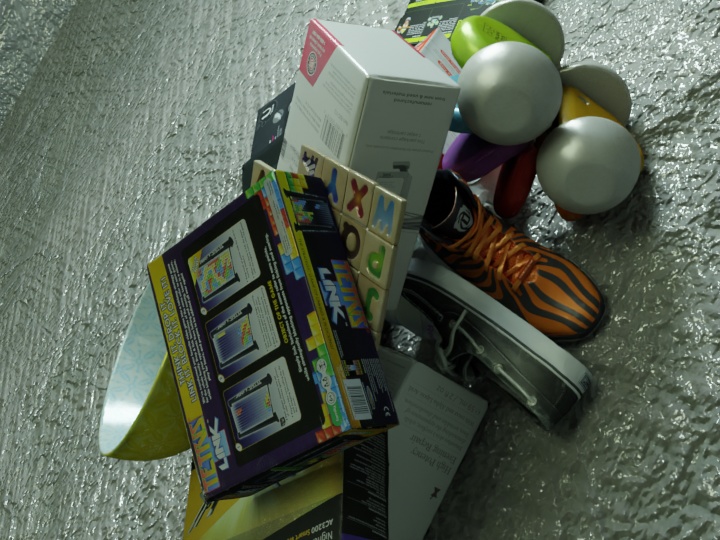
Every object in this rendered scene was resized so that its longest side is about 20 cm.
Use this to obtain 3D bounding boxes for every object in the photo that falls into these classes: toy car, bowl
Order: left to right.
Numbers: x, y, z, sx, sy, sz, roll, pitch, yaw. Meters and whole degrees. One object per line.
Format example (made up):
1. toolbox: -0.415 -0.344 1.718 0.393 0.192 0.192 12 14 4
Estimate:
1. bowl: -0.153 0.090 0.936 0.200 0.107 0.201 -50 27 37
2. toy car: 0.137 -0.122 0.869 0.150 0.200 0.175 -43 17 31

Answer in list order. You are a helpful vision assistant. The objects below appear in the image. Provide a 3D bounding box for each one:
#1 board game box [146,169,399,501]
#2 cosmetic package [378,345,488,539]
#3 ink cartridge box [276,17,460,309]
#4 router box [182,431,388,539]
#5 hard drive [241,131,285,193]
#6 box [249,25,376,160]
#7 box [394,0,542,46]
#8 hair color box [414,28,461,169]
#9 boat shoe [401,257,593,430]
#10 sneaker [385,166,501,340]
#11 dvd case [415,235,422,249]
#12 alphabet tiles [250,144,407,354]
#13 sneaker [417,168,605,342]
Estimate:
1. board game box: -0.073 0.052 0.767 0.165 0.057 0.201 -31 67 37
2. cosmetic package: 0.015 0.174 0.861 0.074 0.102 0.201 15 77 56
3. ink cartridge box: -0.007 -0.087 0.841 0.147 0.082 0.201 -125 44 -53
4. router box: -0.064 0.186 0.816 0.200 0.052 0.158 -33 41 33
5. hard drive: -0.078 -0.067 1.046 0.200 0.033 0.140 161 109 -64
6. box: -0.017 -0.164 1.168 0.200 0.122 0.106 -28 43 36
7. box: 0.140 -0.334 1.177 0.200 0.047 0.194 10 73 54
8. hair color box: 0.066 -0.158 1.007 0.061 0.102 0.200 -35 12 32
9. boat shoe: 0.093 0.061 0.838 0.199 0.074 0.068 36 79 29
10. sneaker: 0.105 -0.021 0.954 0.099 0.075 0.200 30 89 40
11. dvd case: -0.003 -0.044 1.082 0.200 0.022 0.146 -31 51 19
12. alphabet tiles: -0.040 -0.009 0.798 0.200 0.008 0.168 34 121 47
13. sneaker: 0.105 -0.014 0.841 0.200 0.112 0.078 33 86 31
